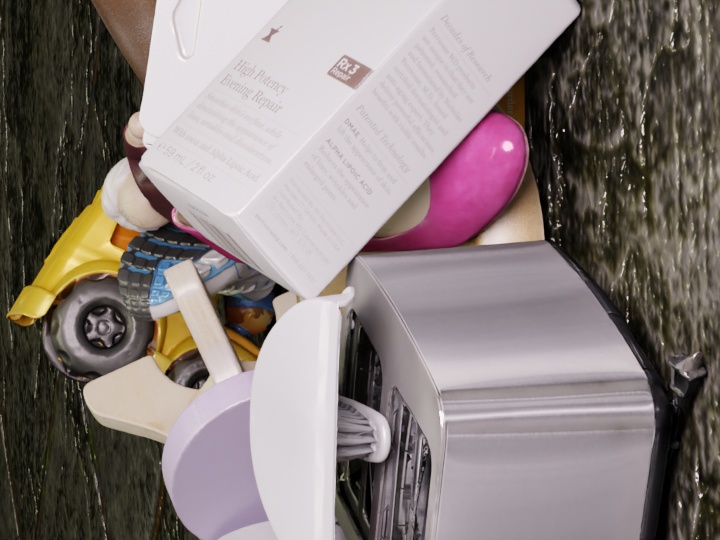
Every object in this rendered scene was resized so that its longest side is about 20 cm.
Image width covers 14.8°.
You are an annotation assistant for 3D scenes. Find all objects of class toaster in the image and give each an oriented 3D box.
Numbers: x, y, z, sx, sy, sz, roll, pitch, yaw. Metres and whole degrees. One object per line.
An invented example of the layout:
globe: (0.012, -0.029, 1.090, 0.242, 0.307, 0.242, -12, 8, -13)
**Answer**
toaster: (0.065, 0.089, 1.296, 0.181, 0.118, 0.201, -121, 33, -60)

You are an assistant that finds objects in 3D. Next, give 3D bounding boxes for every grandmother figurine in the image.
grandmother figurine: (-0.103, -0.050, 1.697, 0.122, 0.061, 0.200, 54, 155, -17)

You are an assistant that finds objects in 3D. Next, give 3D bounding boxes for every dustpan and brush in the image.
dustpan and brush: (-0.022, 0.069, 1.316, 0.200, 0.057, 0.140, -161, 71, -67)

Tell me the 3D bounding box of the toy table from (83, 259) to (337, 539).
toy table: (-0.072, 0.082, 1.738, 0.200, 0.183, 0.117, 88, 160, -56)

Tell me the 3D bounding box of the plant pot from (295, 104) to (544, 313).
plant pot: (0.021, -0.006, 1.447, 0.200, 0.027, 0.201, -4, 85, 53)

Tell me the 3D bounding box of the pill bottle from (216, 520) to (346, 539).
pill bottle: (-0.038, 0.263, 1.717, 0.114, 0.114, 0.201, 114, 151, -59)

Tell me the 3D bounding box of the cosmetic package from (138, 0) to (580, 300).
cosmetic package: (0.000, -0.090, 1.341, 0.102, 0.200, 0.074, 29, 165, 51)

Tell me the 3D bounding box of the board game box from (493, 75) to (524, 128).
board game box: (0.051, -0.107, 1.457, 0.095, 0.030, 0.201, 10, 99, 58)

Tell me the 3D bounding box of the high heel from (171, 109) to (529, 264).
high heel: (-0.006, -0.043, 1.383, 0.200, 0.096, 0.068, -9, 81, 52)

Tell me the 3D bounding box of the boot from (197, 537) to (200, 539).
boot: (-0.074, 0.234, 1.925, 0.200, 0.076, 0.156, 48, 143, 44)

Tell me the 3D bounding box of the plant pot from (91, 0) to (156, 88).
plant pot: (-0.082, -0.167, 1.749, 0.187, 0.186, 0.201, 175, 76, -75)

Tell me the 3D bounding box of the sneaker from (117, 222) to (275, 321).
sneaker: (-0.084, -0.008, 1.815, 0.075, 0.200, 0.087, 13, 126, 30)

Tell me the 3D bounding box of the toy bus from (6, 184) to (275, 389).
toy bus: (-0.123, 0.012, 1.963, 0.193, 0.199, 0.136, -61, 7, -10)

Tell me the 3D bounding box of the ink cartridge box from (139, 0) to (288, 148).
ink cartridge box: (-0.049, -0.146, 1.571, 0.200, 0.084, 0.145, -36, -45, -71)
